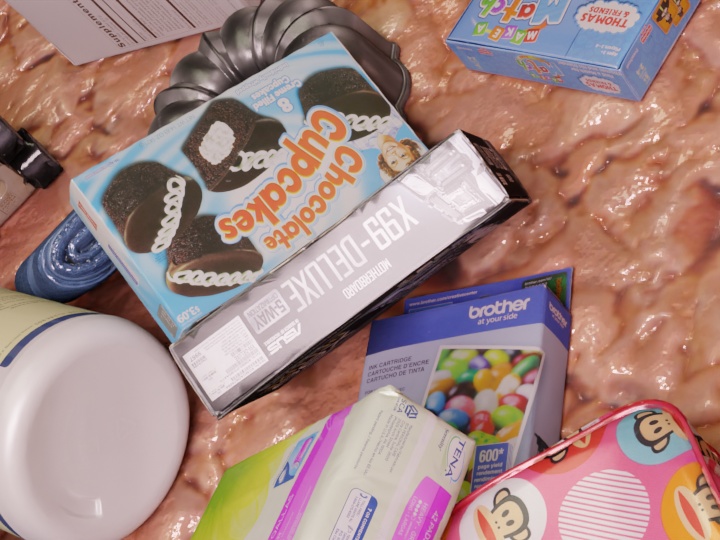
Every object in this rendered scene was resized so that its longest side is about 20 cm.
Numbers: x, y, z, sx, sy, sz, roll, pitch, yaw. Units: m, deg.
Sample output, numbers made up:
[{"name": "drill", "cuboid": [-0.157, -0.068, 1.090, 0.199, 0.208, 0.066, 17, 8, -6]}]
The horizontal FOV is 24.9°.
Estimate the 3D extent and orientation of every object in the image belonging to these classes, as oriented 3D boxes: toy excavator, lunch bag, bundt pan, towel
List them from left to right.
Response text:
[{"name": "toy excavator", "cuboid": [-0.334, -0.110, 1.316, 0.100, 0.194, 0.200, -45, 69, -1]}, {"name": "towel", "cuboid": [-0.177, -0.022, 1.093, 0.112, 0.049, 0.200, -48, 10, -16]}, {"name": "bundt pan", "cuboid": [-0.069, -0.111, 1.130, 0.201, 0.076, 0.203, -23, 46, 25]}, {"name": "lunch bag", "cuboid": [0.112, 0.176, 0.723, 0.175, 0.082, 0.201, -32, 53, 11]}]

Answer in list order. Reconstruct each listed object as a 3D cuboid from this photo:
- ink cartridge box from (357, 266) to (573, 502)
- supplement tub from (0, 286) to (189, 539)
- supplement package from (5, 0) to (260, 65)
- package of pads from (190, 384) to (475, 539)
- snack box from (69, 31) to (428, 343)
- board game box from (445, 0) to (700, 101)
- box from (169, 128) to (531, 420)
[{"name": "ink cartridge box", "cuboid": [0.052, 0.083, 0.901, 0.119, 0.042, 0.201, -12, 49, 32]}, {"name": "supplement tub", "cuboid": [-0.221, 0.087, 1.040, 0.199, 0.145, 0.146, 11, 65, 44]}, {"name": "supplement package", "cuboid": [-0.178, -0.262, 1.308, 0.199, 0.120, 0.122, -8, 54, 35]}, {"name": "package of pads", "cuboid": [-0.037, 0.156, 0.792, 0.200, 0.068, 0.155, -35, 25, 58]}, {"name": "snack box", "cuboid": [-0.063, -0.052, 0.997, 0.199, 0.037, 0.116, -33, 76, -24]}, {"name": "board game box", "cuboid": [0.163, -0.207, 1.047, 0.151, 0.037, 0.201, 19, 70, 46]}, {"name": "box", "cuboid": [0.000, 0.000, 0.931, 0.199, 0.158, 0.050, -37, 85, 9]}]
